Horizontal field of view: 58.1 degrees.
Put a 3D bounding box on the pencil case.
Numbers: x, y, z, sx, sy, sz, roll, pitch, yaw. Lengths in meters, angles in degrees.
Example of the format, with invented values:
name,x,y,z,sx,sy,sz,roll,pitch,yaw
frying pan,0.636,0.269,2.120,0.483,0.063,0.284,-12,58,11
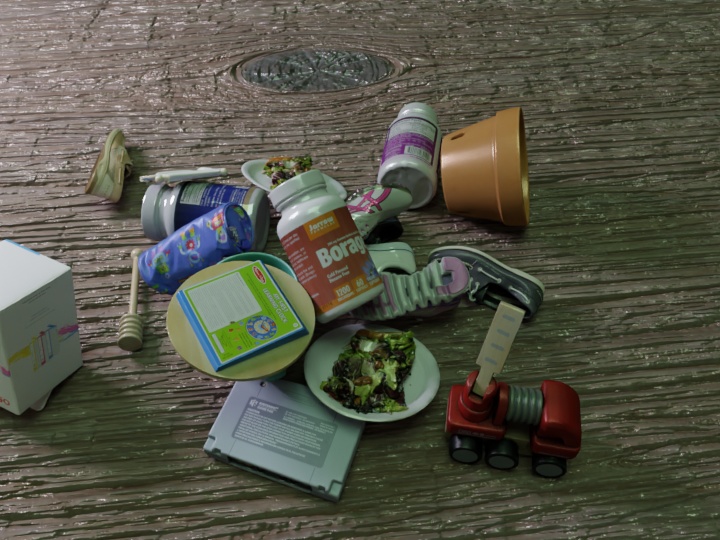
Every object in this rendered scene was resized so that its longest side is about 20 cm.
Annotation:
name,x,y,z,sx,sy,sz,roll,pitch,yaw
pencil case,-0.255,-0.030,1.018,0.198,0.078,0.088,-26,76,21

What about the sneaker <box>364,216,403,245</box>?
name,x,y,z,sx,sy,sz,roll,pitch,yaw
sneaker,-0.014,-0.055,1.102,0.198,0.076,0.079,-31,59,-24

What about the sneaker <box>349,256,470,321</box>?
name,x,y,z,sx,sy,sz,roll,pitch,yaw
sneaker,0.076,0.045,1.018,0.196,0.089,0.082,-12,61,7

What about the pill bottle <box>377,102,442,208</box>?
name,x,y,z,sx,sy,sz,roll,pitch,yaw
pill bottle,0.097,-0.223,1.221,0.110,0.113,0.202,8,49,6

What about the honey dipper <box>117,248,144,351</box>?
name,x,y,z,sx,sy,sz,roll,pitch,yaw
honey dipper,-0.363,0.037,1.043,0.037,0.038,0.202,-6,48,-6

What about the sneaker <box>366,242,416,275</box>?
name,x,y,z,sx,sy,sz,roll,pitch,yaw
sneaker,0.000,0.000,1.056,0.196,0.074,0.071,-10,46,-10

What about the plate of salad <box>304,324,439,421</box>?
name,x,y,z,sx,sy,sz,roll,pitch,yaw
plate of salad,0.018,0.133,0.928,0.196,0.049,0.202,5,34,-3

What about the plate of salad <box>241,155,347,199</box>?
name,x,y,z,sx,sy,sz,roll,pitch,yaw
plate of salad,-0.116,-0.171,1.173,0.196,0.049,0.201,15,24,-7

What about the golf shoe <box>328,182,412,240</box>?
name,x,y,z,sx,sy,sz,roll,pitch,yaw
golf shoe,-0.002,-0.082,1.051,0.196,0.073,0.094,-15,70,-15

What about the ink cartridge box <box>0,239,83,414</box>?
name,x,y,z,sx,sy,sz,roll,pitch,yaw
ink cartridge box,-0.486,0.087,0.906,0.127,0.203,0.125,20,34,16

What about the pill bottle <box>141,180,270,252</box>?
name,x,y,z,sx,sy,sz,roll,pitch,yaw
pill bottle,-0.260,-0.090,1.100,0.196,0.117,0.117,6,49,6

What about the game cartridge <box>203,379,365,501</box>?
name,x,y,z,sx,sy,sz,roll,pitch,yaw
game cartridge,-0.099,0.222,0.893,0.196,0.041,0.135,16,55,12

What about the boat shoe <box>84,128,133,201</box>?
name,x,y,z,sx,sy,sz,roll,pitch,yaw
boat shoe,-0.467,-0.196,1.226,0.064,0.071,0.202,25,35,-26

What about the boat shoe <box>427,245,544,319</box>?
name,x,y,z,sx,sy,sz,roll,pitch,yaw
boat shoe,0.197,0.020,1.044,0.197,0.073,0.063,21,49,10

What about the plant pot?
name,x,y,z,sx,sy,sz,roll,pitch,yaw
plant pot,0.222,-0.176,1.146,0.137,0.202,0.202,-4,47,19

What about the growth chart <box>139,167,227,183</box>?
name,x,y,z,sx,sy,sz,roll,pitch,yaw
growth chart,-0.316,-0.168,1.138,0.142,0.018,0.199,-11,12,-25

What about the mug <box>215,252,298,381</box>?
name,x,y,z,sx,sy,sz,roll,pitch,yaw
mug,-0.163,0.080,0.958,0.149,0.115,0.187,8,51,5

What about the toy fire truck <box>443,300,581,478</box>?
name,x,y,z,sx,sy,sz,roll,pitch,yaw
toy fire truck,0.206,0.157,0.843,0.172,0.202,0.130,8,50,6

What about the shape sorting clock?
name,x,y,z,sx,sy,sz,roll,pitch,yaw
shape sorting clock,-0.158,0.064,0.870,0.196,0.040,0.203,3,48,-3

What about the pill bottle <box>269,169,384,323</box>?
name,x,y,z,sx,sy,sz,roll,pitch,yaw
pill bottle,-0.053,-0.036,0.941,0.111,0.112,0.203,-26,89,-22
